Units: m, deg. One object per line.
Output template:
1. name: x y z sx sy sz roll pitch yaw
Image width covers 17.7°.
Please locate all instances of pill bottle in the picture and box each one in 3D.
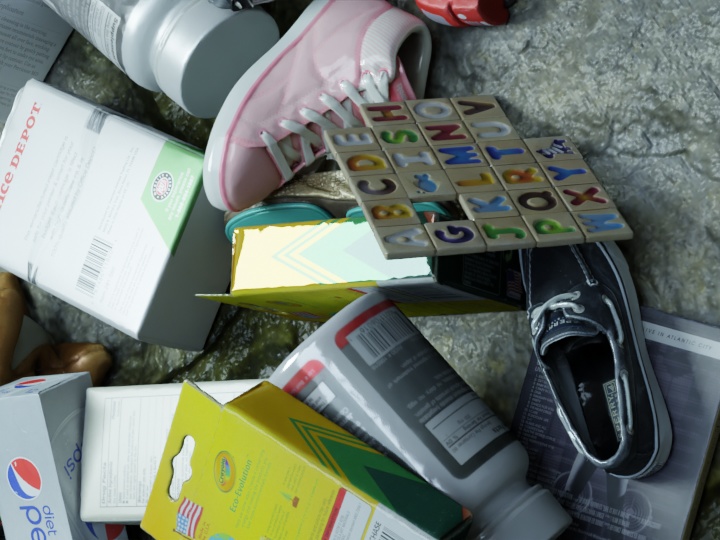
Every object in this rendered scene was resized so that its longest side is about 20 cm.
1. pill bottle: -0.159 -0.207 1.754 0.200 0.114 0.114 41 104 32
2. pill bottle: 0.038 0.122 1.519 0.114 0.114 0.200 -45 79 18

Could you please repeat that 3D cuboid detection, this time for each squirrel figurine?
1. squirrel figurine: -0.330 0.086 1.768 0.142 0.187 0.200 43 105 31

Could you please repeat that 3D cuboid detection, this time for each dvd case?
1. dvd case: 0.164 0.120 1.537 0.148 0.016 0.201 16 91 36

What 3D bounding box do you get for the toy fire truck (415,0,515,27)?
1. toy fire truck: 0.051 -0.275 1.667 0.141 0.049 0.201 4 84 35

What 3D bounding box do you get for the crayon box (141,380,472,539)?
1. crayon box: -0.038 0.160 1.470 0.200 0.051 0.127 32 122 20

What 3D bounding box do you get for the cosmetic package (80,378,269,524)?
1. cosmetic package: -0.098 0.133 1.665 0.200 0.087 0.104 -3 80 32

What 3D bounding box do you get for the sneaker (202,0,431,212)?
1. sneaker: -0.024 -0.116 1.640 0.104 0.075 0.200 22 65 33

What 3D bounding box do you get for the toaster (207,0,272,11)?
1. toaster: -0.064 -0.273 1.672 0.114 0.129 0.200 98 153 -47

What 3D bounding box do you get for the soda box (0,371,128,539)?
1. soda box: -0.222 0.180 1.713 0.068 0.063 0.201 -7 99 33

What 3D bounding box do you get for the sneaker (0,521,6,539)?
1. sneaker: -0.313 0.196 1.750 0.087 0.200 0.074 -5 40 43

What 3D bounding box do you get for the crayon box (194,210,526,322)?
1. crayon box: 0.000 0.000 1.602 0.200 0.127 0.051 -4 78 32

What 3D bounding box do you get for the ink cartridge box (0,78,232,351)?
1. ink cartridge box: -0.189 -0.044 1.761 0.200 0.084 0.146 26 95 35

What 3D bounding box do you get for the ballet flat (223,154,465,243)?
1. ballet flat: -0.007 -0.053 1.666 0.200 0.071 0.065 -4 51 30

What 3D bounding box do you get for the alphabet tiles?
1. alphabet tiles: 0.071 -0.067 1.545 0.200 0.167 0.008 -115 24 -54

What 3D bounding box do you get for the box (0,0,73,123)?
1. box: -0.307 -0.247 1.865 0.152 0.106 0.200 38 103 33

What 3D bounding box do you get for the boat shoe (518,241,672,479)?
1. boat shoe: 0.143 0.042 1.515 0.072 0.068 0.200 -27 67 28
